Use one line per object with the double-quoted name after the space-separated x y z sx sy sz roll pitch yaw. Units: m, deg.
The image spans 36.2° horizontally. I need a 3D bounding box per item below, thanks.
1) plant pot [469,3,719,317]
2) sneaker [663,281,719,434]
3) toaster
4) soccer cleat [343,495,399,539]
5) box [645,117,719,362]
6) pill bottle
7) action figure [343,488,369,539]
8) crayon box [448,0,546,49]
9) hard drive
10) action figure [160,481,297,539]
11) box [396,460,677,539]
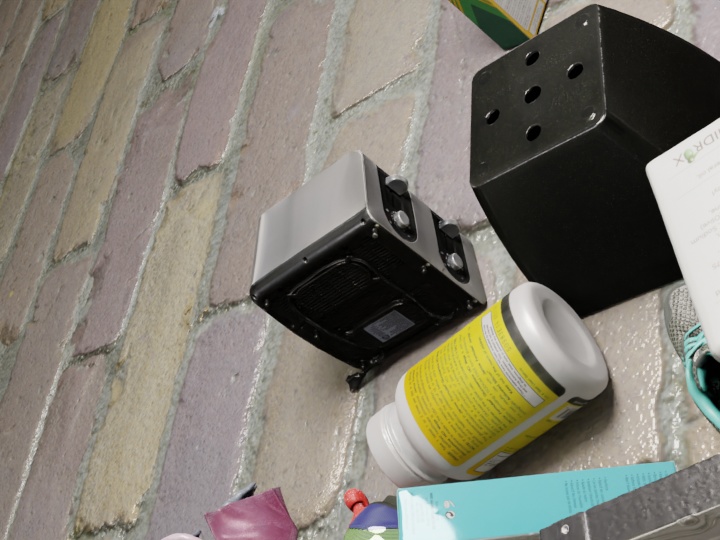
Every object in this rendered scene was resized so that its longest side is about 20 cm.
0.202 -0.105 0.949 0.200 0.177 0.200 -25 46 37 "plant pot"
0.269 0.068 0.803 0.078 0.091 0.200 -43 37 19 "sneaker"
0.000 0.000 1.117 0.200 0.181 0.119 -33 38 30 "toaster"
0.073 0.251 0.857 0.200 0.065 0.084 25 50 22 "soccer cleat"
0.330 -0.015 0.696 0.200 0.199 0.171 -35 41 30 "box"
0.104 0.109 0.956 0.200 0.112 0.113 -40 38 24 "pill bottle"
0.053 0.269 0.947 0.065 0.099 0.200 -45 58 12 "action figure"
0.129 -0.354 1.215 0.052 0.200 0.126 -5 59 49 "crayon box"
0.237 0.172 0.716 0.200 0.140 0.038 -33 42 30 "hard drive"
-0.073 0.291 1.000 0.200 0.149 0.134 48 115 22 "action figure"
0.130 0.188 0.800 0.200 0.082 0.049 -7 49 5 "box"
